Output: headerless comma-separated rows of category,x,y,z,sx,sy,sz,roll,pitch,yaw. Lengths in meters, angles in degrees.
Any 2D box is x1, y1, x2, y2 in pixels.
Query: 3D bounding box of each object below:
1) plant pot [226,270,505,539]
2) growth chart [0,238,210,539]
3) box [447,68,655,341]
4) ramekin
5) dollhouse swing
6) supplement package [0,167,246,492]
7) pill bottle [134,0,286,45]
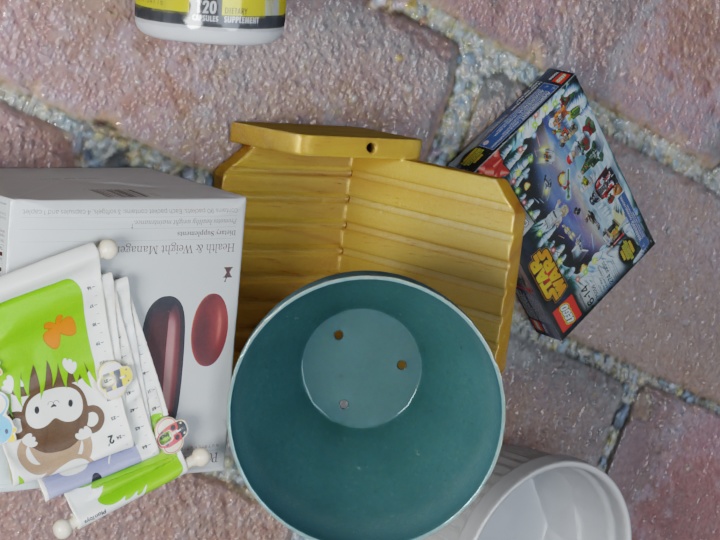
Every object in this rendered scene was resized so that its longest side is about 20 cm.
plant pot,0.003,0.089,1.412,0.198,0.135,0.202,0,102,-1
growth chart,-0.191,0.080,1.277,0.144,0.018,0.202,-31,117,-26
box,0.172,-0.057,1.686,0.137,0.040,0.201,-44,124,-19
ramekin,0.136,0.251,1.698,0.199,0.105,0.202,-10,108,-34
dollhouse swing,0.000,0.000,1.487,0.180,0.175,0.202,0,103,-37
supplement package,-0.202,0.036,1.361,0.190,0.147,0.202,-3,103,-36
pill bottle,-0.104,-0.268,1.378,0.111,0.112,0.202,-5,105,-36
